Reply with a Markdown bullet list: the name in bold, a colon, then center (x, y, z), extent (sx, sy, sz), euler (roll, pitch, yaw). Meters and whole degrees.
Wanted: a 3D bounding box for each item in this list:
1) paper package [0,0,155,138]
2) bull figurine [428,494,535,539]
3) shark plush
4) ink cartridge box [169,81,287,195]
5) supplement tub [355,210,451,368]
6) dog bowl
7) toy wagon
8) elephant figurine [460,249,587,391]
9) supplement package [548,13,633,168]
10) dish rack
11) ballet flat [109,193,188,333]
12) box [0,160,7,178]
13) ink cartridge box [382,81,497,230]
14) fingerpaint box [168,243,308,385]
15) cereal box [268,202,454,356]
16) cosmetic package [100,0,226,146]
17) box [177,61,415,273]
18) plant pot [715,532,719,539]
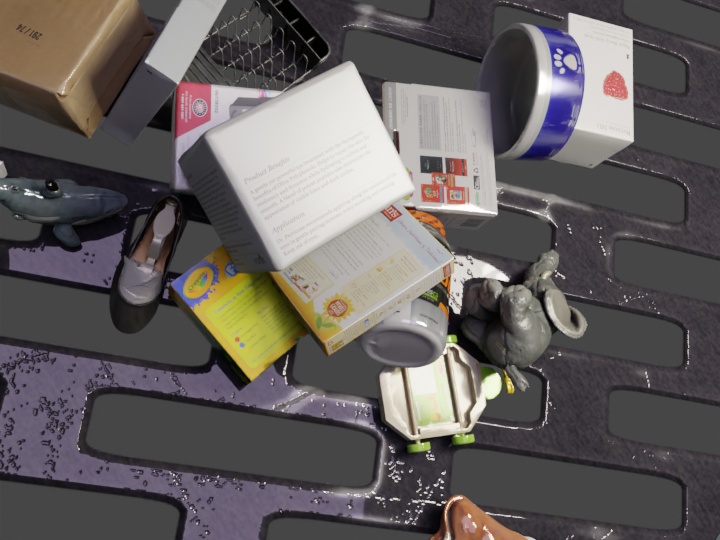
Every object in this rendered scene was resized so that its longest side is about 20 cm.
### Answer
- **paper package**: center (-0.406, -0.300, 0.961), extent (0.200, 0.104, 0.191), euler (21, 70, 11)
- **bull figurine**: center (0.182, 0.393, 0.999), extent (0.200, 0.065, 0.122), euler (35, 67, -4)
- **shark plush**: center (-0.397, -0.104, 0.916), extent (0.200, 0.083, 0.091), euler (29, 57, -46)
- **ink cartridge box**: center (-0.160, -0.175, 1.018), extent (0.199, 0.086, 0.148), euler (1, 92, -17)
- **supplement tub**: center (0.064, 0.022, 1.013), extent (0.122, 0.123, 0.200), euler (16, 54, -11)
- **dog bowl**: center (0.251, -0.268, 1.114), extent (0.079, 0.200, 0.201), euler (1, 76, -18)
- **toy wagon**: center (0.123, 0.172, 1.053), extent (0.199, 0.040, 0.156), euler (-5, 78, -17)
- **elephant figurine**: center (0.259, 0.064, 1.078), extent (0.200, 0.141, 0.156), euler (-6, 108, -36)
- **supplement package**: center (0.358, -0.287, 1.192), extent (0.121, 0.120, 0.201), euler (9, 74, -14)
- **dish rack**: center (-0.163, -0.319, 1.089), extent (0.200, 0.055, 0.153), euler (-42, 89, -20)
- **ballet flat**: center (-0.282, -0.016, 0.971), extent (0.068, 0.068, 0.200), euler (18, 72, -13)
- **box**: center (-0.561, -0.124, 0.886), extent (0.200, 0.036, 0.144), euler (31, 59, 1)
- **ink cartridge box**: center (0.107, -0.172, 1.111), extent (0.175, 0.084, 0.201), euler (4, 75, -15)
- **fingerpaint box**: center (-0.130, 0.028, 1.000), extent (0.200, 0.073, 0.167), euler (-41, 90, -21)
- **cereal box**: center (0.000, 0.000, 0.940), extent (0.200, 0.040, 0.144), euler (-31, 55, -14)
- **cosmetic package**: center (-0.261, -0.267, 0.959), extent (0.052, 0.200, 0.151), euler (34, 60, -22)
- **box**: center (-0.085, -0.116, 0.890), extent (0.199, 0.200, 0.172), euler (-32, 102, -20)
- **plant pot**: center (0.637, 0.467, 1.072), extent (0.200, 0.134, 0.201), euler (4, 76, -15)
